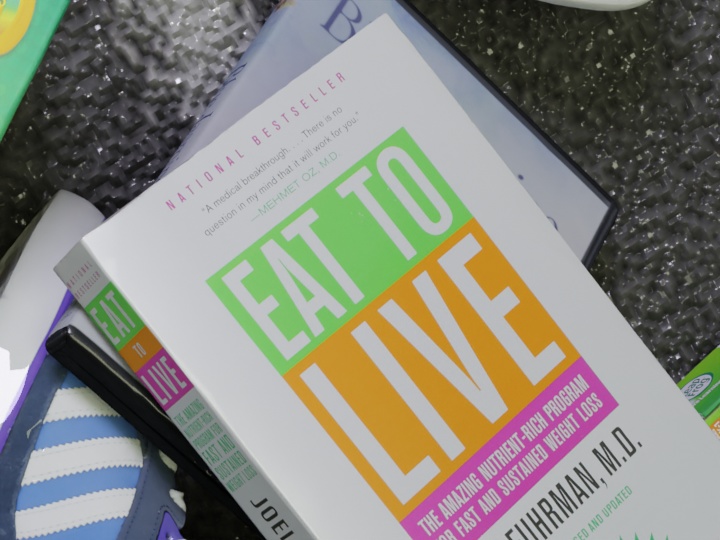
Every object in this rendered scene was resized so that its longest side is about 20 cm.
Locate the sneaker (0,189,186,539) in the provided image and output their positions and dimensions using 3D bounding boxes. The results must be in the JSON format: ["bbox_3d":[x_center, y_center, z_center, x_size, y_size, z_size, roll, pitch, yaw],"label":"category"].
[{"bbox_3d":[-0.072,0.083,0.753,0.146,0.081,0.201,31,45,-16],"label":"sneaker"}]

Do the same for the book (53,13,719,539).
[{"bbox_3d":[0.018,0.040,0.732,0.134,0.048,0.200,-39,90,-35],"label":"book"}]

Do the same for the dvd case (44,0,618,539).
[{"bbox_3d":[0.000,0.000,0.786,0.143,0.018,0.200,42,49,-14],"label":"dvd case"}]

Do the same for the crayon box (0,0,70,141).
[{"bbox_3d":[-0.161,-0.018,0.727,0.058,0.119,0.201,28,84,-20],"label":"crayon box"}]

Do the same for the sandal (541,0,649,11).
[{"bbox_3d":[0.013,-0.144,0.823,0.202,0.050,0.083,22,72,-8],"label":"sandal"}]

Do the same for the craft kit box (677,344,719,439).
[{"bbox_3d":[0.235,0.070,0.927,0.197,0.048,0.200,-41,107,-16],"label":"craft kit box"}]
